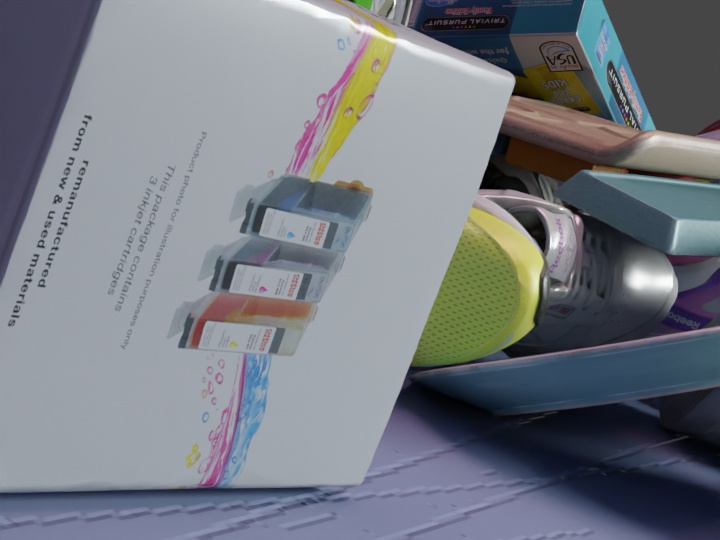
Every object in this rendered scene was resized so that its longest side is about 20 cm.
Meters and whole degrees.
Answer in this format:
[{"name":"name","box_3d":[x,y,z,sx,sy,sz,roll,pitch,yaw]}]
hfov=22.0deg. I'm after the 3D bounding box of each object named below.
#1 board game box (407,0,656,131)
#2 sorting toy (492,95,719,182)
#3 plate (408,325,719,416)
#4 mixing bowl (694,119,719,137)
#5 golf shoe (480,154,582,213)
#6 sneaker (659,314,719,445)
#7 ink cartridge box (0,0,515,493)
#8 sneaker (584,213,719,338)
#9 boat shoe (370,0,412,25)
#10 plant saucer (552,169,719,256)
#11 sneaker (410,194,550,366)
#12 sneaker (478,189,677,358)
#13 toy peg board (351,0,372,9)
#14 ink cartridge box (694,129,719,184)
[{"name":"board game box","box_3d":[0.102,-0.102,1.187,0.150,0.047,0.200,2,-32,28]},{"name":"sorting toy","box_3d":[0.114,-0.070,1.011,0.199,0.037,0.184,17,9,38]},{"name":"plate","box_3d":[0.120,0.040,0.787,0.198,0.026,0.200,-9,-4,-1]},{"name":"mixing bowl","box_3d":[0.276,0.004,1.217,0.199,0.202,0.108,24,39,14]},{"name":"golf shoe","box_3d":[0.093,-0.049,1.098,0.087,0.078,0.200,-17,6,-2]},{"name":"sneaker","box_3d":[0.240,0.049,0.899,0.115,0.074,0.200,24,-25,-9]},{"name":"ink cartridge box","box_3d":[-0.078,-0.030,0.537,0.145,0.146,0.199,26,8,31]},{"name":"sneaker","box_3d":[0.154,0.013,1.153,0.199,0.080,0.089,5,-51,47]},{"name":"boat shoe","box_3d":[-0.005,-0.130,1.052,0.075,0.064,0.202,53,-20,19]},{"name":"plant saucer","box_3d":[0.175,-0.027,0.920,0.070,0.019,0.199,31,17,34]},{"name":"sneaker","box_3d":[-0.022,-0.002,0.759,0.198,0.079,0.090,9,7,16]},{"name":"sneaker","box_3d":[0.083,0.005,0.864,0.198,0.076,0.099,5,-8,-34]},{"name":"toy peg board","box_3d":[-0.104,-0.108,0.924,0.199,0.099,0.199,24,28,20]},{"name":"ink cartridge box","box_3d":[0.271,0.004,1.096,0.042,0.201,0.119,-33,10,-28]}]
